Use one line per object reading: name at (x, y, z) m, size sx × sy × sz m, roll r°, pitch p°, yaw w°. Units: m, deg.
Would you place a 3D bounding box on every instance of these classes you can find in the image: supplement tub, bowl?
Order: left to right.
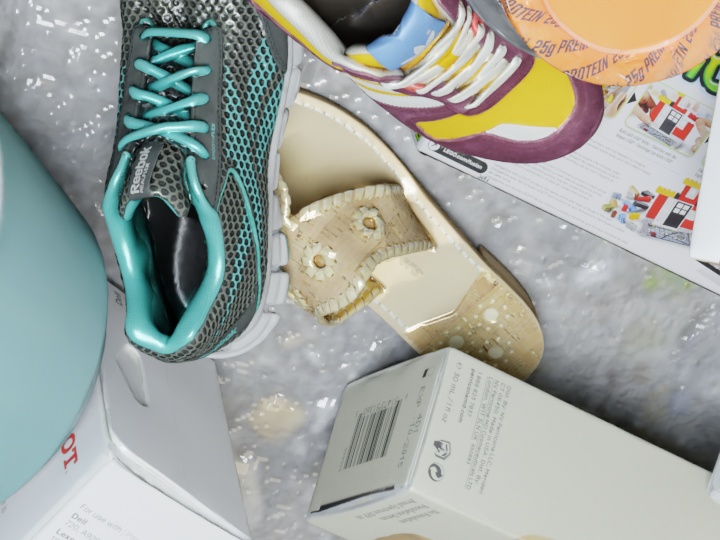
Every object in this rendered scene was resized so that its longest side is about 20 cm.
bowl at (-0.179, 0.022, 1.026) m, size 0.201 × 0.201 × 0.105 m, roll -45°, pitch 136°, yaw 17°
supplement tub at (0.082, -0.154, 0.940) m, size 0.122 × 0.200 × 0.123 m, roll -4°, pitch 121°, yaw -7°

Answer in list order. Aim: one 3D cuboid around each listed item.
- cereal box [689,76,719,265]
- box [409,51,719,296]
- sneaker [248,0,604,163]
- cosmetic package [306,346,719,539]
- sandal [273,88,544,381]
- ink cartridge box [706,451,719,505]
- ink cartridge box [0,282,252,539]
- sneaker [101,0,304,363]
cereal box at (0.240, -0.056, 1.003) m, size 0.199 × 0.040 × 0.144 m, roll 10°, pitch 92°, yaw 18°
box at (0.133, -0.062, 1.097) m, size 0.200 × 0.035 × 0.110 m, roll 25°, pitch 113°, yaw -21°
sneaker at (0.022, -0.090, 0.986) m, size 0.200 × 0.090 × 0.075 m, roll 29°, pitch 105°, yaw -25°
cosmetic package at (0.089, 0.113, 1.144) m, size 0.200 × 0.071 × 0.105 m, roll 26°, pitch 157°, yaw -20°
sandal at (0.004, -0.004, 1.091) m, size 0.212 × 0.070 × 0.078 m, roll 37°, pitch 109°, yaw -25°
ink cartridge box at (0.276, 0.106, 1.113) m, size 0.200 × 0.084 × 0.144 m, roll 35°, pitch 151°, yaw -25°
ink cartridge box at (-0.146, 0.122, 1.097) m, size 0.084 × 0.146 × 0.200 m, roll 36°, pitch 110°, yaw -28°
sneaker at (-0.068, -0.054, 1.017) m, size 0.077 × 0.091 × 0.201 m, roll -1°, pitch 103°, yaw 16°
